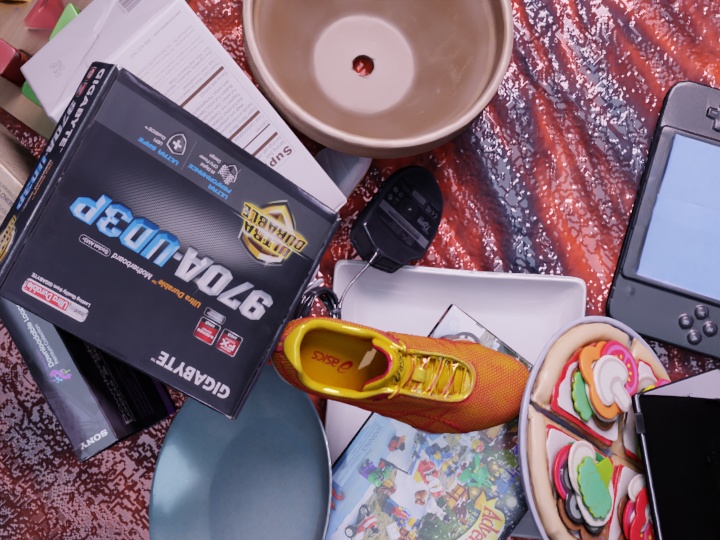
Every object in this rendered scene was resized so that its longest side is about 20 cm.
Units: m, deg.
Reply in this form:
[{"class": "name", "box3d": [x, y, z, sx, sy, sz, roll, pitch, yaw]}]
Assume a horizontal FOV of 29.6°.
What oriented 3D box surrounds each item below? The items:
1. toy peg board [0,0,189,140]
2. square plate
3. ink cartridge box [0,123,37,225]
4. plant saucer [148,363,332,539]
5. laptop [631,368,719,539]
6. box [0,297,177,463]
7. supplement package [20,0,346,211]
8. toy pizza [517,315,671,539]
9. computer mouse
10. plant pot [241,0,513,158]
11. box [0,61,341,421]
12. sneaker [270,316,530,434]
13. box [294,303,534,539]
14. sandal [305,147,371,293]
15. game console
[{"class": "toy peg board", "box3d": [-0.247, -0.226, 1.039, 0.198, 0.098, 0.201, 34, 90, 2]}, {"class": "square plate", "box3d": [0.070, 0.099, 1.058, 0.195, 0.028, 0.203, 4, 89, 1]}, {"class": "ink cartridge box", "box3d": [-0.288, -0.074, 0.985, 0.165, 0.200, 0.075, 43, 89, 3]}, {"class": "plant saucer", "box3d": [-0.081, 0.171, 1.016, 0.199, 0.038, 0.204, -15, 68, 41]}, {"class": "laptop", "box3d": [0.266, 0.171, 0.954, 0.115, 0.199, 0.190, -10, 89, 42]}, {"class": "box", "box3d": [-0.197, 0.056, 0.980, 0.036, 0.200, 0.144, -30, 89, 4]}, {"class": "supplement package", "box3d": [-0.125, -0.098, 0.977, 0.120, 0.121, 0.200, -42, 123, -2]}, {"class": "toy pizza", "box3d": [0.188, 0.132, 0.989, 0.198, 0.031, 0.203, 11, 74, -41]}, {"class": "computer mouse", "box3d": [0.000, 0.000, 1.029, 0.059, 0.034, 0.201, 44, 64, -15]}, {"class": "plant pot", "box3d": [0.008, -0.169, 1.020, 0.198, 0.093, 0.204, 2, 73, -7]}, {"class": "box", "box3d": [-0.127, -0.016, 0.892, 0.199, 0.046, 0.160, 33, 82, -33]}, {"class": "sneaker", "box3d": [0.033, 0.078, 0.960, 0.197, 0.077, 0.074, 8, 87, -16]}, {"class": "box", "box3d": [0.063, 0.146, 1.024, 0.136, 0.038, 0.201, 36, 90, 2]}, {"class": "sandal", "box3d": [-0.050, -0.011, 1.042, 0.207, 0.079, 0.059, -48, 124, -13]}, {"class": "game console", "box3d": [0.292, -0.032, 1.009, 0.170, 0.119, 0.203, 17, 89, 2]}]
